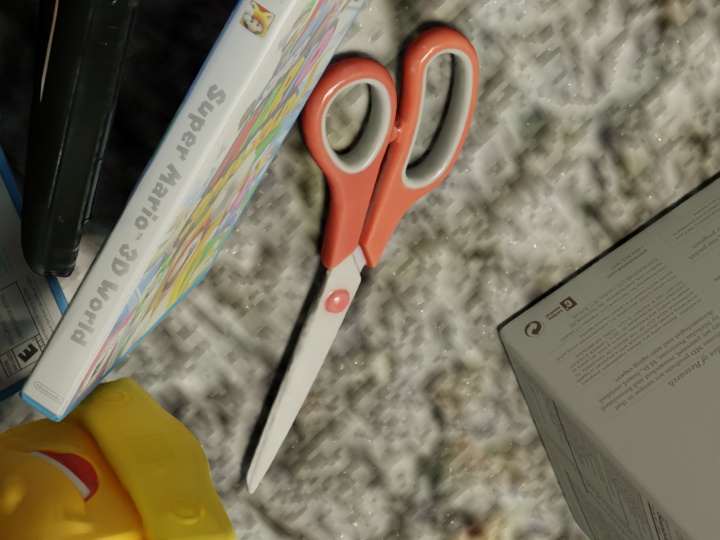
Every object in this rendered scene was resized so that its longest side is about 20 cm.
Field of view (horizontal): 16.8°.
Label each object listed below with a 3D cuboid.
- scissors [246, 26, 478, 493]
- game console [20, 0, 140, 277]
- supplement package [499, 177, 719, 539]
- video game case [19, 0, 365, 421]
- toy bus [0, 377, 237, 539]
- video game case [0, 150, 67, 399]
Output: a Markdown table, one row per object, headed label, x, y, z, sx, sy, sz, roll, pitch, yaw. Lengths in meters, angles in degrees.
| label | x | y | z | sx | sy | sz | roll | pitch | yaw |
| --- | --- | --- | --- | --- | --- | --- | --- | --- | --- |
| scissors | 0.000 | 0.000 | 0.920 | 0.073 | 0.014 | 0.201 | -12 | 128 | -32 |
| game console | -0.027 | -0.111 | 0.692 | 0.116 | 0.177 | 0.200 | 6 | 150 | -10 |
| supplement package | 0.185 | 0.084 | 0.987 | 0.152 | 0.200 | 0.151 | -34 | 137 | -9 |
| video game case | -0.032 | -0.057 | 0.769 | 0.200 | 0.018 | 0.143 | -58 | 176 | 25 |
| toy bus | -0.136 | 0.147 | 0.765 | 0.191 | 0.136 | 0.201 | -3 | 117 | -23 |
| video game case | -0.197 | 0.024 | 0.780 | 0.200 | 0.018 | 0.143 | -30 | 137 | -14 |
